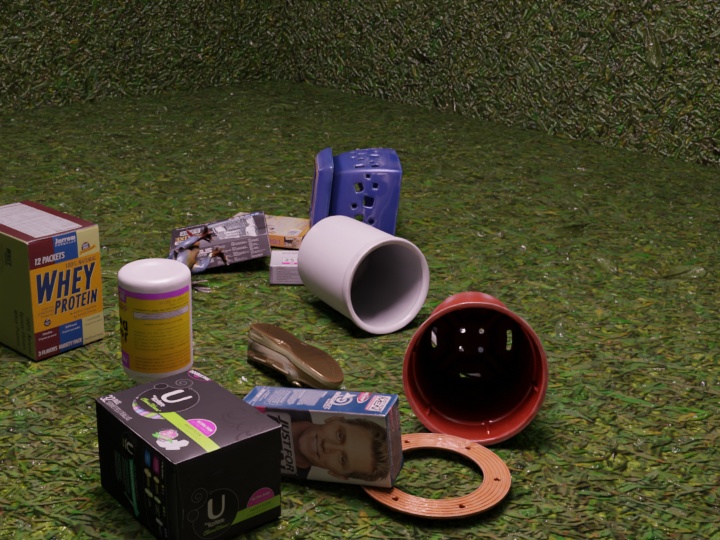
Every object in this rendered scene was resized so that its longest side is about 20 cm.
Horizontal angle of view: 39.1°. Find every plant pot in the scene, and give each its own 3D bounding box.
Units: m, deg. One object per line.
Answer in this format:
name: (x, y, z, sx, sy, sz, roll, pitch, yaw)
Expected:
plant pot: (-0.015, -0.152, 2.155, 0.178, 0.202, 0.200, 5, 20, -6)
plant pot: (0.164, 0.124, 1.465, 0.198, 0.203, 0.195, 4, 11, 5)

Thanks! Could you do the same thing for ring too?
ring: (0.093, 0.264, 1.295, 0.198, 0.019, 0.201, 1, 20, 0)

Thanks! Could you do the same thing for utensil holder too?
utensil holder: (0.000, 0.000, 1.803, 0.168, 0.172, 0.200, -9, 21, -29)

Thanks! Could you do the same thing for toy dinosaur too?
toy dinosaur: (-0.332, 0.004, 1.875, 0.181, 0.106, 0.199, -35, 15, -25)

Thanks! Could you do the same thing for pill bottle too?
pill bottle: (-0.294, 0.092, 1.460, 0.103, 0.202, 0.104, 1, 19, -1)

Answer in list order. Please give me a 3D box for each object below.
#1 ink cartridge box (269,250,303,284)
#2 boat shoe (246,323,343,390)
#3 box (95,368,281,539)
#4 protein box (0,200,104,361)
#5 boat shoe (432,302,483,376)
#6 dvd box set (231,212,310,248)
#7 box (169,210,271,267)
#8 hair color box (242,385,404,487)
ink cartridge box: (-0.081, -0.019, 2.033, 0.198, 0.044, 0.174, 1, 21, -4)
boat shoe: (-0.105, 0.146, 1.566, 0.200, 0.064, 0.073, 27, 18, 36)
box: (-0.208, 0.224, 1.218, 0.148, 0.126, 0.199, -15, 24, -38)
protein box: (-0.537, 0.011, 1.664, 0.199, 0.201, 0.134, 18, 25, 37)
boat shoe: (0.169, 0.113, 1.662, 0.075, 0.061, 0.200, -7, 22, -25)
dvd box set: (-0.200, -0.089, 2.231, 0.198, 0.030, 0.146, 6, 19, 13)
box: (-0.284, -0.057, 2.054, 0.198, 0.050, 0.158, -12, 21, -3)
hair color box: (-0.050, 0.208, 1.279, 0.198, 0.101, 0.061, 1, 19, 19)
